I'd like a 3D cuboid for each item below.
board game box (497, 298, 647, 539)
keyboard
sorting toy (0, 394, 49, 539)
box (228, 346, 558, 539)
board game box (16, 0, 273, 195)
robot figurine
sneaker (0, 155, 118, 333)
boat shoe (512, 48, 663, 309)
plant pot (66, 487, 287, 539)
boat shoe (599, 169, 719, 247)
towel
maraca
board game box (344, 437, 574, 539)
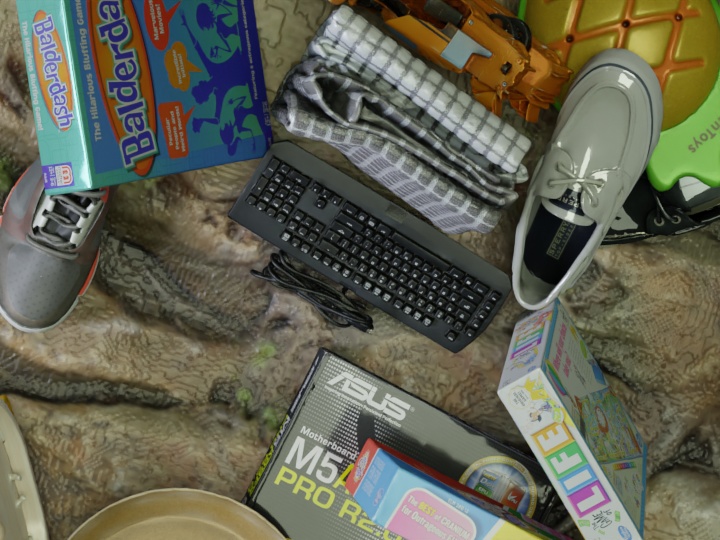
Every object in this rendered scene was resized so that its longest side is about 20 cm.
[{"bbox_3d":[0.148,0.104,1.497,0.034,0.200,0.135,-29,97,14],"label":"board game box"},{"bbox_3d":[0.000,0.000,1.534,0.199,0.040,0.104,31,117,-7],"label":"keyboard"},{"bbox_3d":[-0.317,0.175,1.504,0.178,0.107,0.202,-10,106,7],"label":"sorting toy"},{"bbox_3d":[0.023,0.171,1.565,0.199,0.044,0.161,28,91,-8],"label":"box"},{"bbox_3d":[-0.141,-0.139,1.458,0.045,0.199,0.154,-4,97,35],"label":"board game box"},{"bbox_3d":[0.044,-0.177,1.481,0.200,0.145,0.058,37,104,20],"label":"robot figurine"},{"bbox_3d":[-0.203,-0.053,1.503,0.076,0.082,0.202,19,91,-8],"label":"sneaker"},{"bbox_3d":[0.153,-0.056,1.497,0.073,0.065,0.201,21,128,11],"label":"boat shoe"},{"bbox_3d":[-0.125,0.250,1.491,0.198,0.027,0.202,2,77,-10],"label":"plant pot"},{"bbox_3d":[0.231,-0.064,1.562,0.198,0.066,0.075,-13,97,-5],"label":"boat shoe"},{"bbox_3d":[0.024,-0.093,1.469,0.165,0.200,0.086,35,91,-7],"label":"towel"},{"bbox_3d":[0.198,-0.148,1.525,0.137,0.107,0.200,-44,84,4],"label":"maraca"},{"bbox_3d":[0.093,0.183,1.475,0.199,0.153,0.041,27,89,-8],"label":"board game box"}]
